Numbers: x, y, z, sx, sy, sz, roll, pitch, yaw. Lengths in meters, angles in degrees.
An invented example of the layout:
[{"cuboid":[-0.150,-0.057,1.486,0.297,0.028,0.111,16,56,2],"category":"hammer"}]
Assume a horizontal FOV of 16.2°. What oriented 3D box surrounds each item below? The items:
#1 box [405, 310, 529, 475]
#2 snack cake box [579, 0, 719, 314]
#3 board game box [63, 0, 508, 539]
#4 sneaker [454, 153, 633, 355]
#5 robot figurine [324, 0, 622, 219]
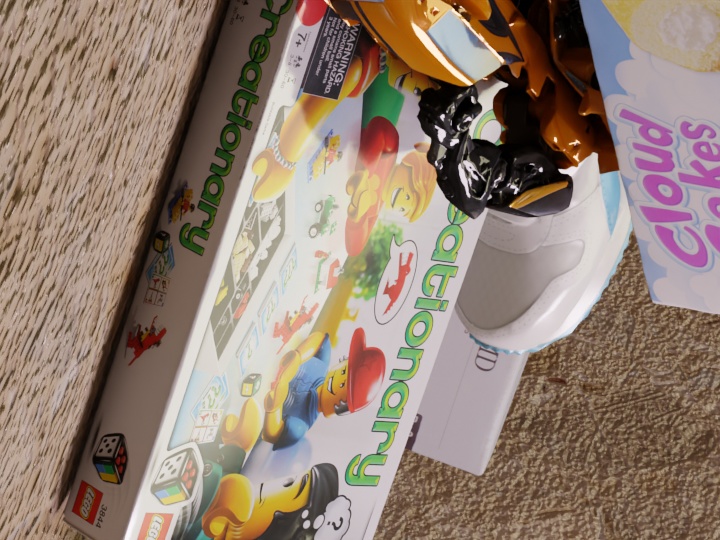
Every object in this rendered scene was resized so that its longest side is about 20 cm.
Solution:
[{"cuboid":[0.059,-0.027,1.498,0.200,0.130,0.199,-66,173,-50],"category":"box"},{"cuboid":[0.127,-0.094,0.806,0.115,0.067,0.200,-54,140,-37],"category":"snack cake box"},{"cuboid":[-0.017,0.001,0.858,0.126,0.035,0.201,7,105,-49],"category":"board game box"},{"cuboid":[0.064,-0.065,0.943,0.081,0.076,0.201,-2,110,-48],"category":"sneaker"},{"cuboid":[0.043,-0.104,0.802,0.200,0.058,0.145,42,62,-44],"category":"robot figurine"}]
